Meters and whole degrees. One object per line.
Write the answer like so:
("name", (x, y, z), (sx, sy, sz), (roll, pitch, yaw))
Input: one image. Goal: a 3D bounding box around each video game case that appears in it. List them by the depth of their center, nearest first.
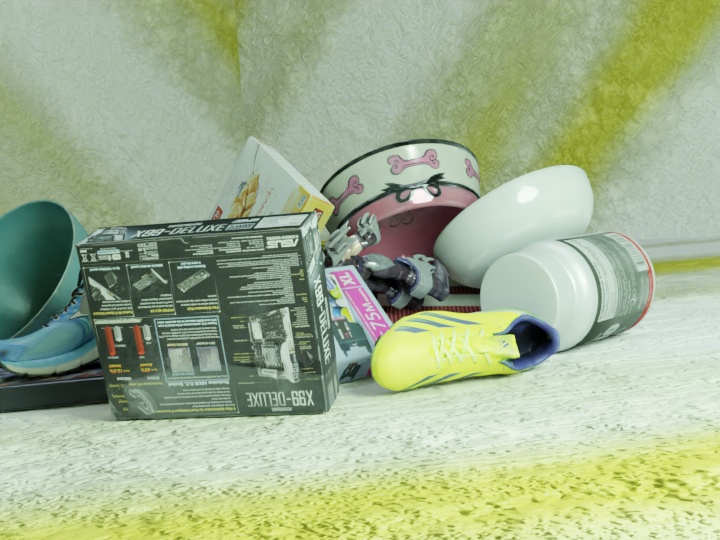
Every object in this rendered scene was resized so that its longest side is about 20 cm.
("video game case", (-0.293, 0.110, 1.067), (0.196, 0.026, 0.181), (-5, 4, -6))

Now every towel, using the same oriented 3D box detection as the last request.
("towel", (0.089, 0.037, 1.244), (0.141, 0.023, 0.201), (-1, 26, 3))

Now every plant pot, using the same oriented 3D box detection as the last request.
("plant pot", (-0.371, 0.039, 1.227), (0.197, 0.203, 0.135), (-2, -32, 31))

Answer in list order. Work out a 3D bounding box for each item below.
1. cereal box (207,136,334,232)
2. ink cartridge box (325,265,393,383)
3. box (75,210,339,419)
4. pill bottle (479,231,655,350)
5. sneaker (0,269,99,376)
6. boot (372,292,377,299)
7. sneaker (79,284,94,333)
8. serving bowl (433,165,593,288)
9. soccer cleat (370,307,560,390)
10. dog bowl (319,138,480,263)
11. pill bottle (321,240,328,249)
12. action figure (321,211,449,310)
("cereal box", (-0.114, -0.054, 1.196), (0.039, 0.145, 0.200), (22, 13, -34))
("ink cartridge box", (-0.063, 0.057, 0.995), (0.197, 0.042, 0.120), (-9, 49, -35))
("box", (-0.124, 0.040, 0.871), (0.196, 0.161, 0.050), (-4, 18, 13))
("pill bottle", (0.219, 0.023, 1.104), (0.113, 0.116, 0.198), (-1, 5, 42))
("sneaker", (-0.281, 0.043, 1.058), (0.198, 0.091, 0.078), (-23, 12, -29))
("boot", (0.020, 0.041, 1.378), (0.160, 0.075, 0.197), (-9, 13, -31))
("sneaker", (-0.193, 0.051, 1.020), (0.074, 0.117, 0.199), (-9, -28, 45))
("serving bowl", (0.184, -0.035, 1.195), (0.197, 0.067, 0.201), (-22, -22, -9))
("soccer cleat", (0.098, 0.068, 0.945), (0.198, 0.066, 0.083), (-7, 7, -37))
("dog bowl", (0.051, -0.065, 1.207), (0.197, 0.075, 0.201), (-13, -25, -6))
("pill bottle", (-0.067, 0.015, 1.569), (0.113, 0.117, 0.199), (-2, 4, 29))
("action figure", (0.000, 0.000, 1.136), (0.198, 0.070, 0.130), (14, -41, -39))
